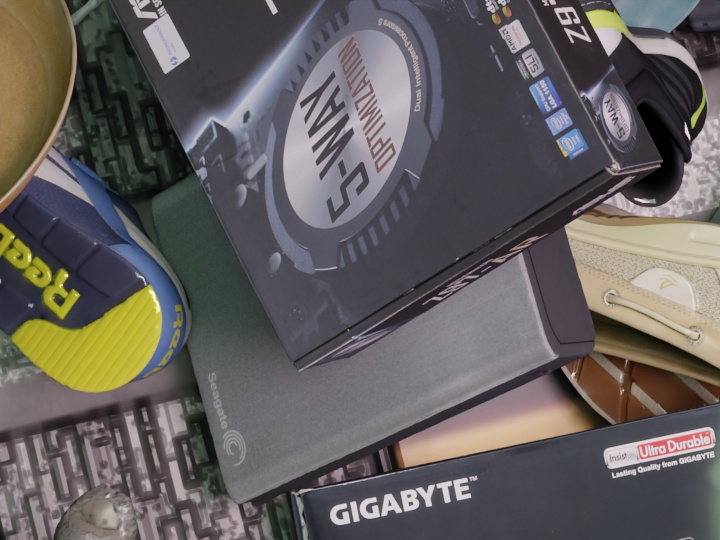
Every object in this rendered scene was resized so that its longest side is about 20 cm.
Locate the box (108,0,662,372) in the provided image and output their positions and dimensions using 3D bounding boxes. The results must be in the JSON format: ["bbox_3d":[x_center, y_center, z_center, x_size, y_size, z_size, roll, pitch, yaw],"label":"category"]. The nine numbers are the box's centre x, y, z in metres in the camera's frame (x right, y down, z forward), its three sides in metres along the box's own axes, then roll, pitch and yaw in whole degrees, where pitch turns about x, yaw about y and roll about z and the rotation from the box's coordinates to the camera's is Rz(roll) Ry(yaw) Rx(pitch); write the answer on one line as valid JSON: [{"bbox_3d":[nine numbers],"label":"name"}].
[{"bbox_3d":[0.000,-0.087,1.111,0.160,0.043,0.201,-31,81,28],"label":"box"}]

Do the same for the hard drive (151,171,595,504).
[{"bbox_3d":[0.000,0.000,1.197,0.033,0.200,0.140,-4,73,-44],"label":"hard drive"}]

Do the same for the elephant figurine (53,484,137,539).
[{"bbox_3d":[-0.130,0.212,1.179,0.154,0.141,0.201,-14,56,28],"label":"elephant figurine"}]

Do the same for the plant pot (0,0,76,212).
[{"bbox_3d":[-0.208,-0.063,1.187,0.199,0.028,0.201,-6,51,7],"label":"plant pot"}]

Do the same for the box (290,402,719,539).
[{"bbox_3d":[0.083,0.151,1.236,0.199,0.046,0.160,-12,84,8],"label":"box"}]

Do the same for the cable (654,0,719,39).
[{"bbox_3d":[0.210,-0.186,1.293,0.051,0.162,0.201,45,56,-46],"label":"cable"}]

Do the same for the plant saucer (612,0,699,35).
[{"bbox_3d":[0.050,-0.106,1.222,0.199,0.200,0.028,-15,71,-12],"label":"plant saucer"}]

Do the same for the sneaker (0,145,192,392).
[{"bbox_3d":[-0.147,-0.024,1.241,0.074,0.082,0.200,-46,73,14],"label":"sneaker"}]

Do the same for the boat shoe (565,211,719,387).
[{"bbox_3d":[0.082,0.012,1.241,0.199,0.073,0.063,7,69,15],"label":"boat shoe"}]

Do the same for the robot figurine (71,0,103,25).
[{"bbox_3d":[-0.036,-0.164,1.234,0.199,0.170,0.113,-22,119,18],"label":"robot figurine"}]

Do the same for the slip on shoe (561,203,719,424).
[{"bbox_3d":[0.154,0.051,1.290,0.200,0.061,0.076,44,106,15],"label":"slip on shoe"}]

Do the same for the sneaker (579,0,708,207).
[{"bbox_3d":[0.105,-0.058,1.229,0.071,0.200,0.083,-30,72,17],"label":"sneaker"}]

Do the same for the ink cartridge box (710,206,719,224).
[{"bbox_3d":[0.259,-0.044,1.305,0.146,0.083,0.201,33,79,-4],"label":"ink cartridge box"}]
